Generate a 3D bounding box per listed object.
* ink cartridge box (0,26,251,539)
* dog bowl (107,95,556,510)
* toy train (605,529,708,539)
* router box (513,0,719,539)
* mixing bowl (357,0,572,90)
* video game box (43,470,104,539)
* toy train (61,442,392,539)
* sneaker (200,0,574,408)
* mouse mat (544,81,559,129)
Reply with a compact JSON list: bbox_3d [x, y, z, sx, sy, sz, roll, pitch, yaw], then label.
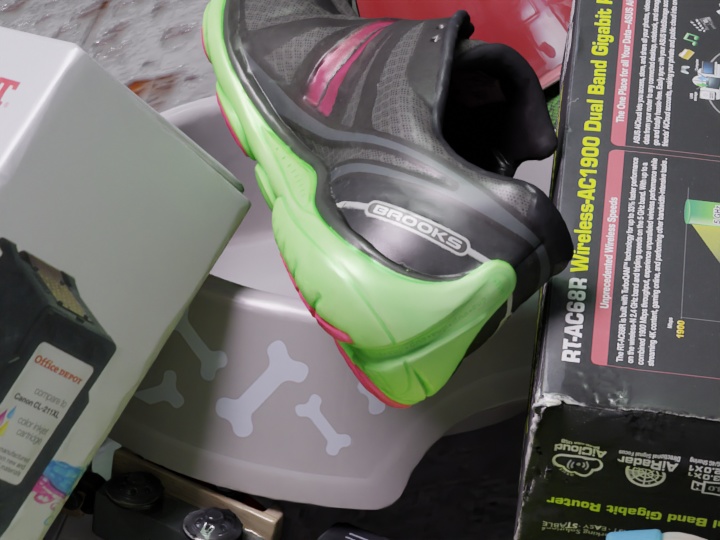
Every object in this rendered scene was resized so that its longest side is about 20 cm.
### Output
[{"bbox_3d":[-0.146,0.027,0.805,0.145,0.083,0.201,16,70,49],"label":"ink cartridge box"},{"bbox_3d":[0.000,0.000,0.886,0.199,0.059,0.200,3,26,-1],"label":"dog bowl"},{"bbox_3d":[0.108,0.138,0.568,0.115,0.085,0.201,-4,60,9],"label":"toy train"},{"bbox_3d":[0.126,-0.004,0.790,0.149,0.062,0.201,8,44,3],"label":"router box"},{"bbox_3d":[0.052,-0.151,1.077,0.200,0.109,0.200,-34,16,12],"label":"mixing bowl"},{"bbox_3d":[-0.185,0.140,0.844,0.199,0.047,0.182,-10,27,18],"label":"video game box"},{"bbox_3d":[-0.053,0.072,0.834,0.199,0.034,0.046,20,33,23],"label":"toy train"},{"bbox_3d":[0.011,-0.037,0.790,0.083,0.077,0.200,-30,38,4],"label":"sneaker"},{"bbox_3d":[0.107,-0.097,1.023,0.161,0.008,0.200,-28,19,37],"label":"mouse mat"}]
